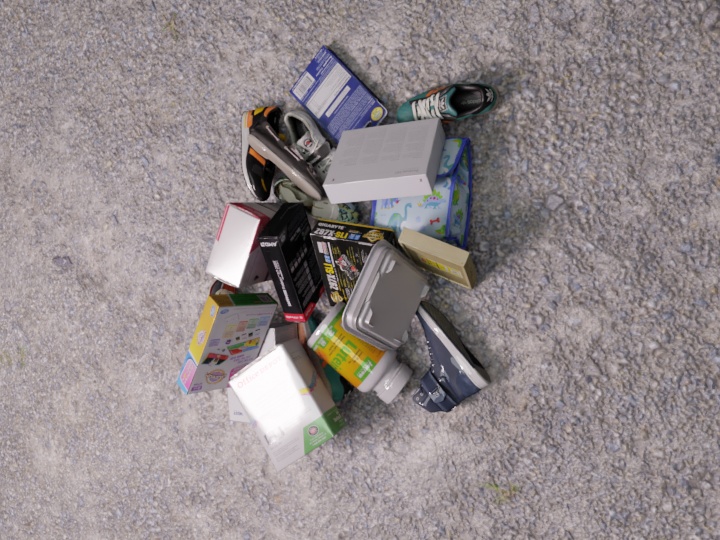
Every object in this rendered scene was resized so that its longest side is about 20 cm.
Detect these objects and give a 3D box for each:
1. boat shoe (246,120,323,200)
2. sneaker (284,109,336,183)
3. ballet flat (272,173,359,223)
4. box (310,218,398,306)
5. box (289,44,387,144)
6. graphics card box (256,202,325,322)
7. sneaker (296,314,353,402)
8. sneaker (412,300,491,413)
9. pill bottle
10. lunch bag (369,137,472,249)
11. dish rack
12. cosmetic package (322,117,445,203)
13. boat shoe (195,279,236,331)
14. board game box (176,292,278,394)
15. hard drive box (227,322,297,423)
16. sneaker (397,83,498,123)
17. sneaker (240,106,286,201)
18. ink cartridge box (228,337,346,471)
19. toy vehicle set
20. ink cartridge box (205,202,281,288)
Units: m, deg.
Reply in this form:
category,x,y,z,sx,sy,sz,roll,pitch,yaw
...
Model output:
category,x,y,z,sx,sy,sz,roll,pitch,yaw
boat shoe,-0.138,-0.222,1.391,0.199,0.067,0.057,41,77,8
sneaker,-0.090,-0.238,1.412,0.074,0.088,0.201,-42,79,18
ballet flat,-0.097,-0.136,1.430,0.197,0.074,0.076,26,103,21
box,0.000,0.000,1.347,0.157,0.050,0.202,11,138,24
box,-0.041,-0.337,1.412,0.121,0.032,0.201,-47,74,20
graphics card box,-0.129,-0.016,1.378,0.050,0.126,0.203,2,128,24
sneaker,-0.075,0.175,1.450,0.072,0.078,0.203,-55,50,56
sneaker,0.134,0.175,1.350,0.146,0.077,0.204,-41,76,21
pill bottle,0.002,0.164,1.375,0.199,0.111,0.112,40,108,2
lunch bag,0.117,-0.150,1.314,0.167,0.127,0.205,4,81,28
dish rack,0.056,0.054,1.264,0.043,0.199,0.174,21,83,35
cosmetic package,0.044,-0.197,1.269,0.196,0.153,0.052,-3,136,24
boat shoe,-0.288,0.080,1.477,0.062,0.202,0.072,-21,121,20
board game box,-0.259,0.141,1.375,0.040,0.151,0.203,38,113,34
hard drive box,-0.207,0.216,1.484,0.153,0.076,0.205,-2,93,36
sneaker,0.151,-0.306,1.294,0.196,0.080,0.073,-10,93,25
sneaker,-0.194,-0.246,1.450,0.088,0.070,0.205,-13,73,20
ink cartridge box,-0.141,0.255,1.359,0.144,0.087,0.202,-34,84,17
toy vehicle set,0.143,-0.018,1.263,0.122,0.200,0.027,23,83,17
ink cartridge box,-0.209,-0.055,1.414,0.084,0.200,0.148,24,103,14
